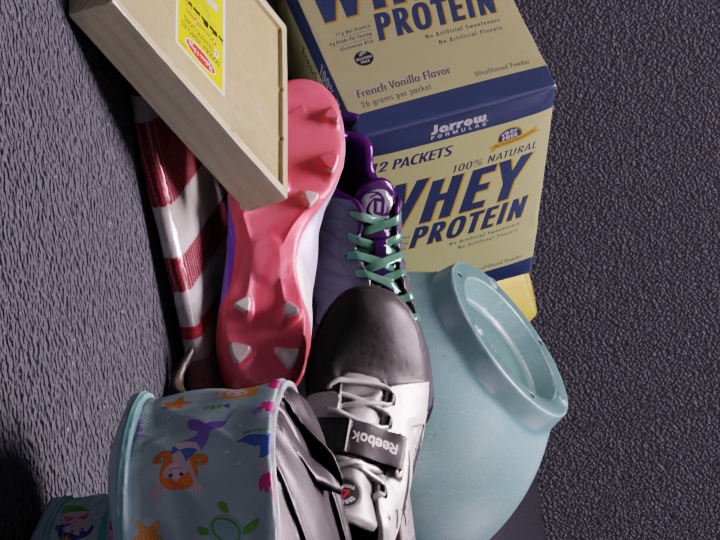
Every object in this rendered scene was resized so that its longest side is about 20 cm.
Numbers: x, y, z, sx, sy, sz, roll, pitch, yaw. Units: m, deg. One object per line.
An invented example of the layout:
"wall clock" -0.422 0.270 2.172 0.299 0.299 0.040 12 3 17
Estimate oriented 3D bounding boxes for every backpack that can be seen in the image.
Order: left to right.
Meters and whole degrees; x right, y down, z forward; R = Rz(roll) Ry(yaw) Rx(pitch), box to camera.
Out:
"backpack" -0.068 0.149 1.178 0.178 0.150 0.201 -77 166 -74

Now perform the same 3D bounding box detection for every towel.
"towel" -0.099 -0.029 1.574 0.144 0.023 0.201 -66 147 -70

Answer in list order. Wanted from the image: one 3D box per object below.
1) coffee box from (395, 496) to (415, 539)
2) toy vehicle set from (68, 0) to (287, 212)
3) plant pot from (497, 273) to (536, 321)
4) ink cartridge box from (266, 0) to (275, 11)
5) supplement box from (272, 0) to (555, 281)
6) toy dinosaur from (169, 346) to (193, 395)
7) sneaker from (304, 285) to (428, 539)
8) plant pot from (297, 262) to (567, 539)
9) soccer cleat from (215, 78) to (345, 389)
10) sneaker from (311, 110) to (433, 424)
"coffee box" -0.021 0.199 1.590 0.080 0.113 0.201 -26 109 -84
"toy vehicle set" -0.096 -0.137 1.480 0.200 0.026 0.125 49 33 -49
"plant pot" 0.058 0.003 2.109 0.200 0.142 0.201 -14 90 -84
"ink cartridge box" -0.072 -0.081 1.705 0.200 0.043 0.197 -82 166 -62
"supplement box" 0.026 -0.114 1.788 0.200 0.134 0.200 93 -22 -54
"toy dinosaur" -0.071 0.121 1.448 0.102 0.077 0.200 95 -2 -59
"sneaker" -0.001 0.109 1.498 0.089 0.074 0.201 -142 -120 -85
"plant pot" 0.046 0.079 1.709 0.200 0.134 0.200 46 19 -21
"soccer cleat" -0.050 -0.015 1.573 0.077 0.066 0.201 110 -13 -66
"sneaker" 0.000 0.000 1.592 0.088 0.074 0.200 113 -35 -43
